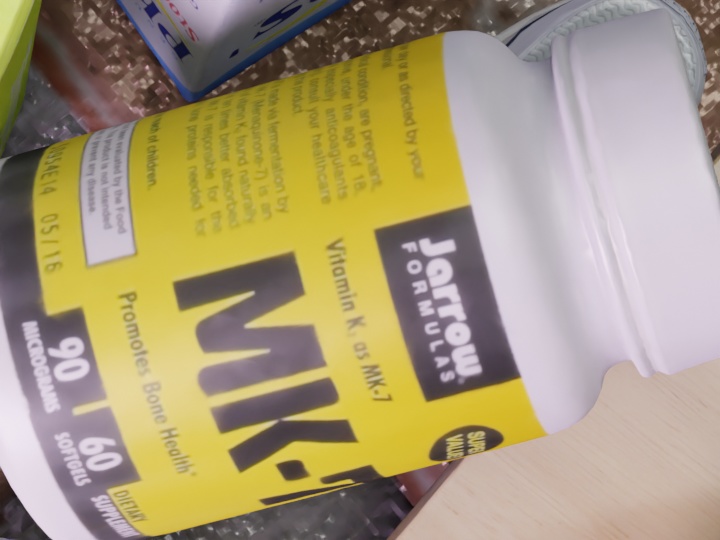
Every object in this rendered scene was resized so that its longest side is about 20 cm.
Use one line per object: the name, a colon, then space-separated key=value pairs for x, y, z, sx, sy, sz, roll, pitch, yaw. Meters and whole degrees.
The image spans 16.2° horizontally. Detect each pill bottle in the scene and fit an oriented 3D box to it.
pill bottle: x=0.000 y=0.000 z=0.692 sx=0.200 sy=0.114 sz=0.114 roll=-16 pitch=84 yaw=9

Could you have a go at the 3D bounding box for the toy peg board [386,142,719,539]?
toy peg board: x=0.130 y=0.087 z=0.783 sx=0.200 sy=0.098 sz=0.199 roll=40 pitch=92 yaw=-2

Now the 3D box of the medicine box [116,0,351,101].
medicine box: x=0.005 y=-0.158 z=0.731 sx=0.182 sy=0.200 sz=0.103 roll=-34 pitch=86 yaw=-13

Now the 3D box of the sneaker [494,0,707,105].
sneaker: x=0.022 y=-0.015 z=0.782 sx=0.200 sy=0.071 sz=0.073 roll=-33 pitch=93 yaw=7

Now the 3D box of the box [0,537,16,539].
box: x=-0.117 y=0.130 z=0.701 sx=0.200 sy=0.048 sz=0.117 roll=15 pitch=80 yaw=-35

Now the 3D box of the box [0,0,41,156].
box: x=-0.150 y=-0.071 z=0.689 sx=0.122 sy=0.200 sz=0.048 roll=21 pitch=78 yaw=-6
